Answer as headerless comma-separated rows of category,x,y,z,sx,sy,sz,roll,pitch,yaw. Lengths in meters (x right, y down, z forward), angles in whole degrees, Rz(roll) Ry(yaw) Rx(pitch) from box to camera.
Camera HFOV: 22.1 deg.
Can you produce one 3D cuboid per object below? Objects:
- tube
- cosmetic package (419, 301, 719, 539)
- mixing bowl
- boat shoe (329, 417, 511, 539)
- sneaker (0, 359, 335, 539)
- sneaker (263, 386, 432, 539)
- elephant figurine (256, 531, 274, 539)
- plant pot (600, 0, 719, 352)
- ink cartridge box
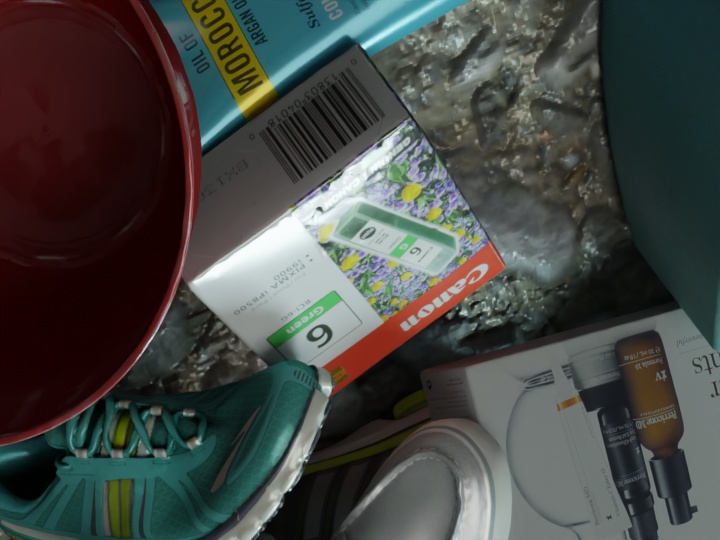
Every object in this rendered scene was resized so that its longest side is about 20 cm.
tube,-0.016,-0.109,0.742,0.199,0.078,0.050,-28,160,-7
cosmetic package,0.139,0.096,0.867,0.199,0.052,0.152,-14,91,-26
mixing bowl,-0.137,-0.045,0.672,0.199,0.108,0.202,3,101,14
boat shoe,-0.005,0.153,0.809,0.201,0.072,0.068,-55,157,20
sneaker,-0.093,0.082,0.782,0.199,0.078,0.080,-25,124,37
sneaker,-0.005,0.128,0.885,0.199,0.081,0.074,-32,128,-2
elephant figurine,-0.124,0.221,0.772,0.199,0.142,0.155,-28,171,32
plant pot,0.190,-0.073,0.811,0.140,0.142,0.201,-12,131,-16
ink cartridge box,0.000,0.000,0.788,0.109,0.050,0.200,-36,147,2
